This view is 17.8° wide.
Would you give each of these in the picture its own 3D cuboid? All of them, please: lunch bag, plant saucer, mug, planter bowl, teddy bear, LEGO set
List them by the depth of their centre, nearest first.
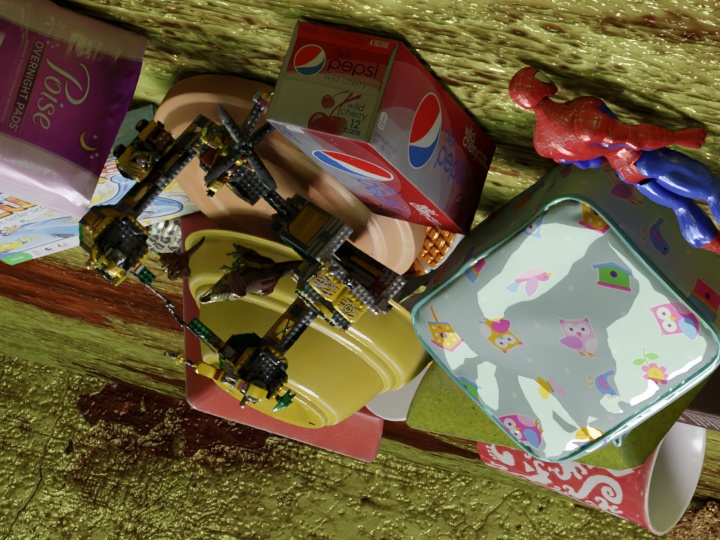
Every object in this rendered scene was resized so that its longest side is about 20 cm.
[{"bbox_3d":[0.137,0.027,1.416,0.160,0.077,0.200,43,138,-7],"label":"lunch bag"},{"bbox_3d":[-0.070,-0.003,1.430,0.200,0.154,0.116,52,172,-23],"label":"LEGO set"},{"bbox_3d":[-0.052,-0.054,1.535,0.200,0.032,0.200,25,155,13],"label":"plant saucer"},{"bbox_3d":[0.152,0.042,1.590,0.200,0.200,0.048,9,134,41],"label":"plant saucer"},{"bbox_3d":[-0.050,0.056,1.622,0.200,0.083,0.200,23,164,7],"label":"planter bowl"},{"bbox_3d":[-0.053,0.032,1.784,0.200,0.200,0.037,21,145,-40],"label":"plant saucer"},{"bbox_3d":[0.237,0.179,2.322,0.200,0.133,0.178,15,170,29],"label":"mug"},{"bbox_3d":[0.497,0.341,3.055,0.145,0.067,0.200,10,167,-21],"label":"teddy bear"}]

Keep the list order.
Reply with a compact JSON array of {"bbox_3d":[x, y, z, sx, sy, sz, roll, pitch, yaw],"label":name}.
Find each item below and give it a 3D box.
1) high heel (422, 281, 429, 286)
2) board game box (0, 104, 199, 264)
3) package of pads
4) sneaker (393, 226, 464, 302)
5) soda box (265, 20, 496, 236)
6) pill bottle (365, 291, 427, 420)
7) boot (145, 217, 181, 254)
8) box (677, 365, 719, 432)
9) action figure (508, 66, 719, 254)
[{"bbox_3d":[0.000,0.000,1.729,0.200,0.096,0.067,24,-171,-34],"label":"high heel"},{"bbox_3d":[-0.211,-0.061,1.713,0.200,0.034,0.135,-16,159,19],"label":"board game box"},{"bbox_3d":[-0.242,-0.120,1.414,0.200,0.121,0.076,21,170,-19],"label":"package of pads"},{"bbox_3d":[0.042,-0.034,1.615,0.076,0.092,0.200,52,149,4],"label":"sneaker"},{"bbox_3d":[0.017,-0.081,1.359,0.070,0.063,0.200,14,171,22],"label":"soda box"},{"bbox_3d":[0.084,0.068,1.807,0.112,0.112,0.200,10,-172,37],"label":"pill bottle"},{"bbox_3d":[-0.110,-0.014,1.963,0.154,0.074,0.204,20,164,-5],"label":"boot"},{"bbox_3d":[0.249,0.062,1.679,0.200,0.100,0.075,11,170,27],"label":"box"},{"bbox_3d":[0.162,-0.059,1.279,0.200,0.052,0.065,27,162,-25],"label":"action figure"}]
